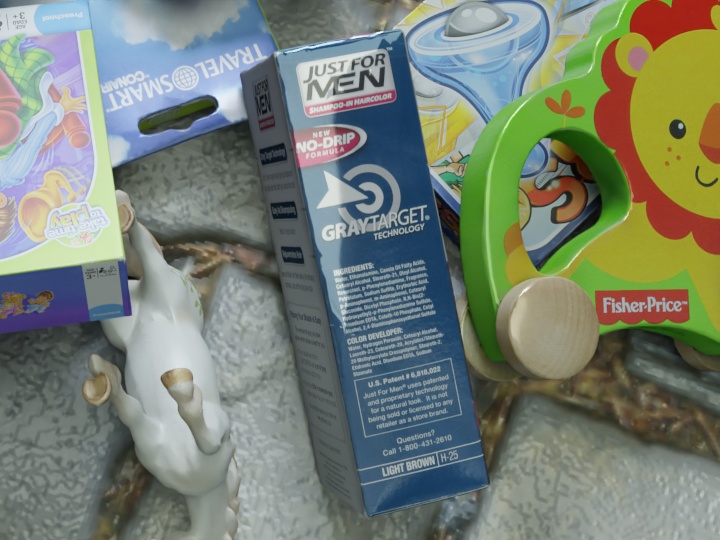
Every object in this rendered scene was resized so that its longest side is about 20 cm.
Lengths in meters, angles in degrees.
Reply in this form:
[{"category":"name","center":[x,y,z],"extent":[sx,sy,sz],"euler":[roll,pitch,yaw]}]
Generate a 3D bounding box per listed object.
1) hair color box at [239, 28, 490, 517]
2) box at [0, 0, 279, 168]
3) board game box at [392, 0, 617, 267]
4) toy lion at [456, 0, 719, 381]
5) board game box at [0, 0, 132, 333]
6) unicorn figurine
[{"category":"hair color box","center":[0.000,0.000,0.753],"extent":[0.060,0.100,0.201],"euler":[-12,94,-13]},{"category":"box","center":[-0.123,-0.146,0.819],"extent":[0.122,0.048,0.200],"euler":[-21,81,-14]},{"category":"board game box","center":[0.099,-0.103,0.853],"extent":[0.200,0.034,0.135],"euler":[-43,87,-16]},{"category":"toy lion","center":[0.140,-0.046,0.802],"extent":[0.199,0.069,0.192],"euler":[-1,86,-23]},{"category":"board game box","center":[-0.201,-0.035,0.685],"extent":[0.199,0.045,0.135],"euler":[-8,58,-9]},{"category":"unicorn figurine","center":[-0.089,0.058,0.745],"extent":[0.074,0.137,0.201],"euler":[-6,62,10]}]
